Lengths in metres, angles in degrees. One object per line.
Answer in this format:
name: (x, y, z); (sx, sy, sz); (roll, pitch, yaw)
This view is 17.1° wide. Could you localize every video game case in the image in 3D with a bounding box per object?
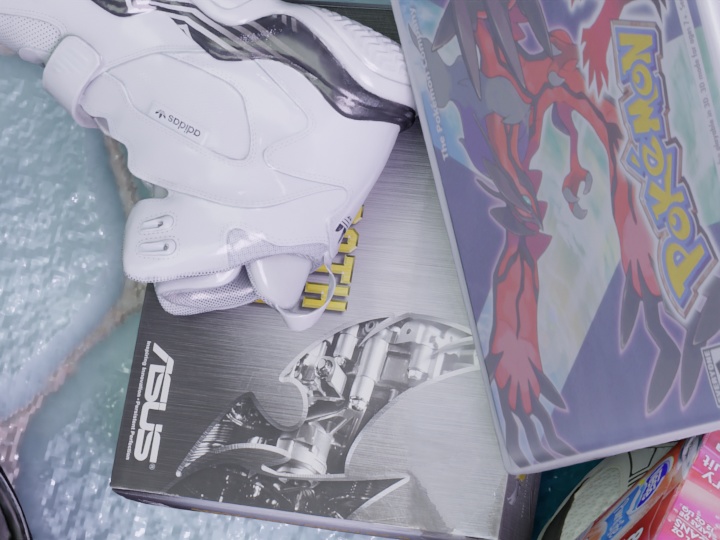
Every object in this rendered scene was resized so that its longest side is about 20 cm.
video game case: (0.073, -0.042, 0.773); (0.023, 0.182, 0.201); (-11, 84, -27)

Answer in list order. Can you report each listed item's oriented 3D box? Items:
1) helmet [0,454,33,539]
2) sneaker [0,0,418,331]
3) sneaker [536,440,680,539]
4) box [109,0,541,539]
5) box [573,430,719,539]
helmet: (-0.210, 0.137, 0.912); (0.199, 0.200, 0.191); (-21, 50, 16)
sneaker: (-0.083, -0.053, 0.883); (0.199, 0.075, 0.115); (17, 81, 11)
sneaker: (0.141, 0.073, 0.849); (0.200, 0.088, 0.076); (-28, 77, 16)
box: (0.000, 0.000, 0.917); (0.158, 0.048, 0.201); (6, 79, 21)
box: (0.151, 0.155, 0.785); (0.200, 0.096, 0.100); (41, 125, -1)
